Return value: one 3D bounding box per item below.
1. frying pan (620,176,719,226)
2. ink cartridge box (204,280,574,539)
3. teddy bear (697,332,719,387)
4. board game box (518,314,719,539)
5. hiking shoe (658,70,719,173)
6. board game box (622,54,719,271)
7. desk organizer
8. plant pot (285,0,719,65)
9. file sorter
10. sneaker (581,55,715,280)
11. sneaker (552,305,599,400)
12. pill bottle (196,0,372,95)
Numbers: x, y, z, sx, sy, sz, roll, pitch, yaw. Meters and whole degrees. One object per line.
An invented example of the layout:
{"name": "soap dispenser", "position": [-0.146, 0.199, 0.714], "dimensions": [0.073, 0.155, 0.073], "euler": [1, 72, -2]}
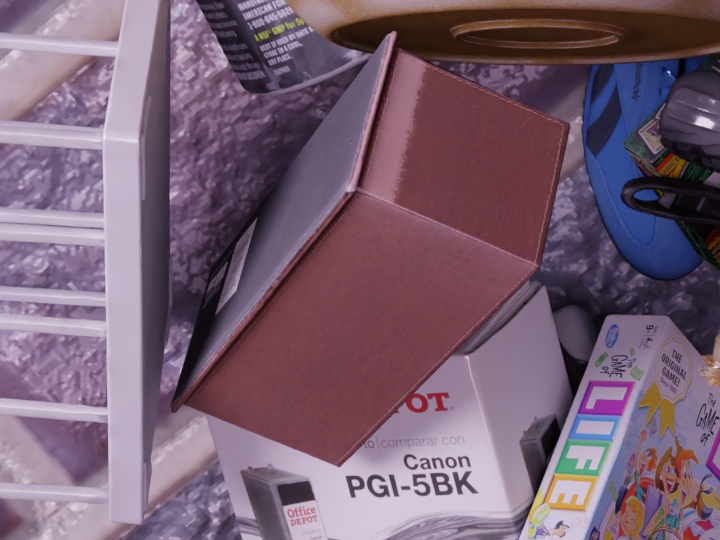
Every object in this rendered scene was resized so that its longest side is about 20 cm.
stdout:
{"name": "frying pan", "position": [0.195, -0.033, 1.082], "dimensions": [0.115, 0.031, 0.190], "euler": [-51, 142, 1]}
{"name": "ink cartridge box", "position": [0.026, 0.113, 1.100], "dimensions": [0.146, 0.083, 0.201], "euler": [-5, 110, 31]}
{"name": "teddy bear", "position": [0.224, 0.022, 1.044], "dimensions": [0.145, 0.200, 0.067], "euler": [-41, 68, 13]}
{"name": "board game box", "position": [0.148, 0.130, 1.098], "dimensions": [0.200, 0.034, 0.135], "euler": [46, 57, -39]}
{"name": "hiking shoe", "position": [0.193, -0.083, 0.998], "dimensions": [0.200, 0.076, 0.101], "euler": [-1, 107, -48]}
{"name": "board game box", "position": [0.206, -0.096, 1.075], "dimensions": [0.200, 0.023, 0.105], "euler": [-45, 138, -1]}
{"name": "desk organizer", "position": [0.000, 0.000, 0.959], "dimensions": [0.077, 0.072, 0.200], "euler": [23, 147, -13]}
{"name": "plant pot", "position": [0.066, -0.098, 0.915], "dimensions": [0.199, 0.200, 0.028], "euler": [2, 88, -6]}
{"name": "file sorter", "position": [-0.143, -0.019, 1.010], "dimensions": [0.124, 0.139, 0.200], "euler": [3, 130, 0]}
{"name": "sneaker", "position": [0.138, -0.086, 1.088], "dimensions": [0.066, 0.078, 0.201], "euler": [-1, 108, -7]}
{"name": "sneaker", "position": [0.092, 0.116, 1.146], "dimensions": [0.082, 0.077, 0.201], "euler": [-8, 107, 4]}
{"name": "pill bottle", "position": [-0.047, -0.182, 1.024], "dimensions": [0.106, 0.106, 0.200], "euler": [-27, 107, 3]}
